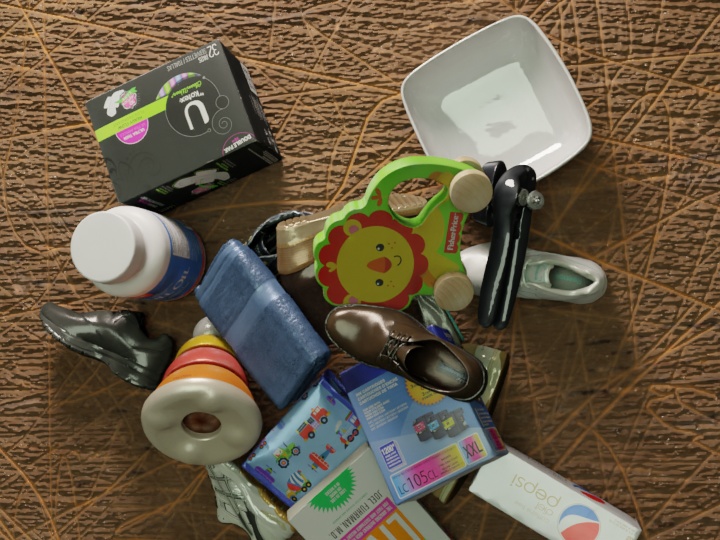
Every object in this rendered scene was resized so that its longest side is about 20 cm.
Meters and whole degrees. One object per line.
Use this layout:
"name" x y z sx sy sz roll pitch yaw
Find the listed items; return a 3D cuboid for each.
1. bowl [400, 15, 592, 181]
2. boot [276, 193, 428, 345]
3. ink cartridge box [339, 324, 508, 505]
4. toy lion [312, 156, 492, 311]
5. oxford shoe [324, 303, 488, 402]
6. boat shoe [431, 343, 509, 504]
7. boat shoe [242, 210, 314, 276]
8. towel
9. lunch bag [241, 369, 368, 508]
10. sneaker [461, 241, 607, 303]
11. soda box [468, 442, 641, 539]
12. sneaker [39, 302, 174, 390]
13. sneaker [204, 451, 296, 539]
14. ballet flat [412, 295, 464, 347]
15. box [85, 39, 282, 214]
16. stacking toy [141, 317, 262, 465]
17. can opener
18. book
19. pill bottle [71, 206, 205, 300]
"bowl" 0.172 -0.192 1.134 0.199 0.075 0.201 -28 80 9
"boot" 0.000 0.000 1.118 0.198 0.072 0.168 -13 111 2
"ink cartridge box" 0.067 0.156 1.072 0.136 0.076 0.201 -29 71 13
"toy lion" 0.042 -0.035 1.042 0.190 0.069 0.202 5 115 -6
"oxford shoe" 0.045 0.083 1.005 0.199 0.084 0.073 19 87 19
"boat shoe" 0.124 0.188 1.124 0.066 0.074 0.202 20 84 19
"boat shoe" -0.140 -0.014 1.177 0.200 0.091 0.071 -37 80 7
"towel" -0.121 0.064 1.113 0.200 0.048 0.112 50 122 20
"lunch bag" -0.024 0.252 1.145 0.200 0.094 0.151 43 92 2
"sneaker" 0.204 0.001 1.112 0.198 0.080 0.071 4 89 13
"soda box" 0.234 0.285 1.094 0.199 0.064 0.069 29 92 11
"sneaker" -0.342 0.086 1.230 0.199 0.076 0.091 27 82 5
"sneaker" -0.170 0.283 1.172 0.200 0.076 0.088 45 104 16
"ballet flat" 0.066 0.020 1.143 0.063 0.067 0.201 -24 83 1
"box" -0.231 -0.183 1.192 0.199 0.124 0.150 -23 81 8
"stacking toy" -0.192 0.131 1.146 0.145 0.201 0.147 0 129 -1
"can opener" 0.174 -0.029 1.069 0.063 0.078 0.202 3 92 -33
"book" 0.024 0.328 1.113 0.133 0.048 0.200 -41 100 1
"pill bottle" -0.282 -0.020 1.143 0.111 0.200 0.113 -1 86 12
